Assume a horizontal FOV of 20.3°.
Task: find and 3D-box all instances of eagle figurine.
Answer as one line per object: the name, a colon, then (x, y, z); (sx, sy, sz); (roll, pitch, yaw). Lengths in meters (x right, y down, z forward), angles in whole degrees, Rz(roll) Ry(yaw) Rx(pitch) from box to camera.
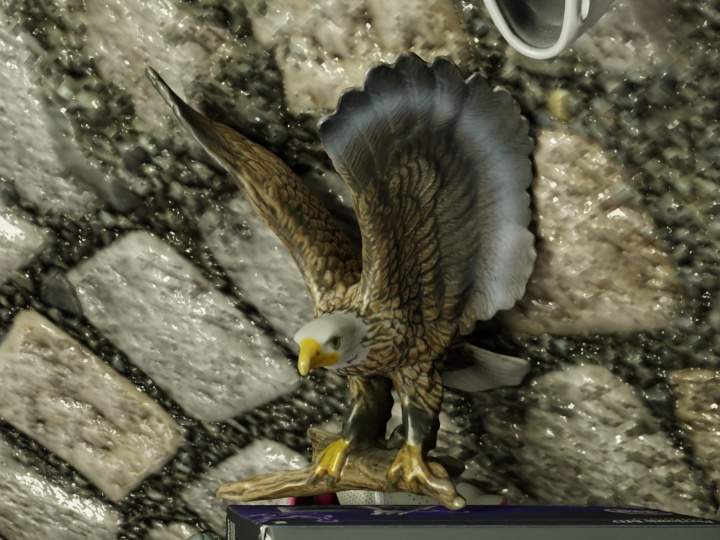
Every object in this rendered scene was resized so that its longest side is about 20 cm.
eagle figurine: (0.000, 0.001, 0.854); (0.151, 0.151, 0.201); (-10, 100, -9)

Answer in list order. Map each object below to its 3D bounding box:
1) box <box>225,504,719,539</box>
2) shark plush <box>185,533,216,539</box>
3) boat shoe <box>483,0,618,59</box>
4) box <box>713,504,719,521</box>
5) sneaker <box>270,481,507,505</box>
box: (0.046, 0.142, 0.872); (0.198, 0.079, 0.141); (1, 179, -10)
shark plush: (-0.112, 0.202, 1.196); (0.084, 0.091, 0.200); (59, 159, -3)
boat shoe: (0.043, -0.161, 0.671); (0.072, 0.069, 0.201); (8, 135, 28)
box: (0.243, 0.185, 0.919); (0.157, 0.048, 0.201); (11, 137, 24)
sneaker: (-0.013, 0.142, 1.030); (0.088, 0.081, 0.200); (41, 133, -8)
